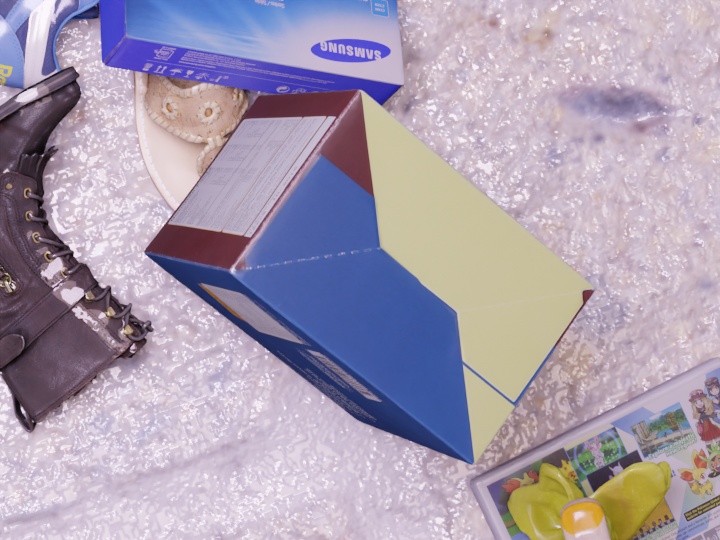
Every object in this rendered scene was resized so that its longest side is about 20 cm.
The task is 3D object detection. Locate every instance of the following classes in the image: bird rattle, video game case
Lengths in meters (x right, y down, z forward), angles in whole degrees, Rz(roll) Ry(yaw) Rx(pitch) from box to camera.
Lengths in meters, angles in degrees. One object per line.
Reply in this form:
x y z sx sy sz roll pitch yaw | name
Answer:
0.154 0.220 1.344 0.112 0.163 0.201 -7 78 9 | bird rattle
0.201 0.184 1.437 0.200 0.022 0.183 -25 90 -10 | video game case

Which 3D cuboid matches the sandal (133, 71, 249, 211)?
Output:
-0.115 -0.127 1.382 0.077 0.070 0.212 -13 88 -10 | sandal

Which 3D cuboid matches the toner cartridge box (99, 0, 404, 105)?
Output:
-0.071 -0.169 1.361 0.199 0.043 0.095 7 66 -27 | toner cartridge box

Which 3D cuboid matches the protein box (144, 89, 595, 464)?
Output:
0.000 0.000 1.307 0.198 0.200 0.135 39 81 -18 | protein box

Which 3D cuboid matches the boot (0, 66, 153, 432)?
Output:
-0.202 -0.014 1.353 0.174 0.069 0.200 44 105 -5 | boot

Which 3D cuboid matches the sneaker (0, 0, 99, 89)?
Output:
-0.201 -0.211 1.376 0.082 0.074 0.200 21 90 -9 | sneaker
